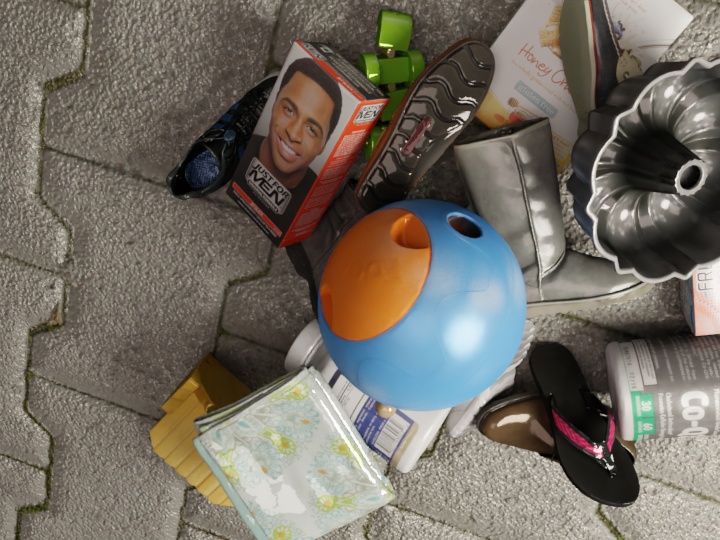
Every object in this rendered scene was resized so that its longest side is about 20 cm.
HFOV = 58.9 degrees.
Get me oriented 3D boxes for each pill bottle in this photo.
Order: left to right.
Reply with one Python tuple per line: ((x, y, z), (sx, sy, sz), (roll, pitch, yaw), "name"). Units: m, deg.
((0.007, 0.146, 0.793), (0.199, 0.111, 0.112), (34, 115, 16), "pill bottle")
((0.385, 0.126, 0.711), (0.199, 0.113, 0.114), (-9, 108, 16), "pill bottle")

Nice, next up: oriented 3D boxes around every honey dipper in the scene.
((0.043, 0.102, 0.729), (0.038, 0.200, 0.038), (6, 118, 12), "honey dipper")

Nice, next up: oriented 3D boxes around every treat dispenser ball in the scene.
((0.058, 0.033, 0.616), (0.199, 0.201, 0.202), (4, 111, 11), "treat dispenser ball")

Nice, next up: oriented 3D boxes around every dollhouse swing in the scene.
((-0.199, 0.251, 0.866), (0.200, 0.182, 0.176), (44, 93, -6), "dollhouse swing")

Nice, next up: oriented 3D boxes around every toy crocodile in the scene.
((0.033, -0.181, 0.706), (0.067, 0.062, 0.201), (-10, 115, -12), "toy crocodile")

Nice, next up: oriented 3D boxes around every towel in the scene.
((-0.081, 0.224, 0.745), (0.170, 0.048, 0.201), (-29, 101, 14), "towel")

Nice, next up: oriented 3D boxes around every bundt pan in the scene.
((0.275, -0.095, 0.580), (0.200, 0.076, 0.203), (-7, 116, -13), "bundt pan")

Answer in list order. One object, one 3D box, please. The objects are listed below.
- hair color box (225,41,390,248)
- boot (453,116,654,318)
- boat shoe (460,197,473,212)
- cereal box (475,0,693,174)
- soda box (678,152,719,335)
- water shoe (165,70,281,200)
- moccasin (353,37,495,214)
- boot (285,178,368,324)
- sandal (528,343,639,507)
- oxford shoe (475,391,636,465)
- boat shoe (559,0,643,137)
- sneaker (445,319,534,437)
((-0.063, -0.132, 0.691), (0.102, 0.061, 0.200), (45, 125, 16), "hair color box")
((0.201, -0.057, 0.660), (0.181, 0.073, 0.201), (-11, 100, 5), "boot")
((0.132, -0.020, 0.736), (0.091, 0.071, 0.201), (36, 113, -4), "boat shoe")
((0.212, -0.219, 0.660), (0.144, 0.040, 0.200), (36, 113, -4), "cereal box")
((0.379, -0.034, 0.681), (0.068, 0.064, 0.201), (-8, 109, 15), "soda box")
((-0.144, -0.148, 0.745), (0.200, 0.079, 0.072), (-40, 98, 22), "water shoe")
((0.064, -0.145, 0.659), (0.073, 0.078, 0.202), (26, 110, -11), "moccasin")
((0.000, 0.000, 0.738), (0.132, 0.070, 0.201), (-40, 71, 24), "boot")
((0.249, 0.168, 0.724), (0.075, 0.201, 0.045), (-12, 148, -10), "sandal")
((0.238, 0.197, 0.762), (0.198, 0.085, 0.073), (7, 116, -6), "oxford shoe")
((0.240, -0.175, 0.614), (0.062, 0.071, 0.201), (-18, 113, 5), "boat shoe")
((0.148, 0.123, 0.800), (0.082, 0.074, 0.201), (41, 126, 35), "sneaker")
